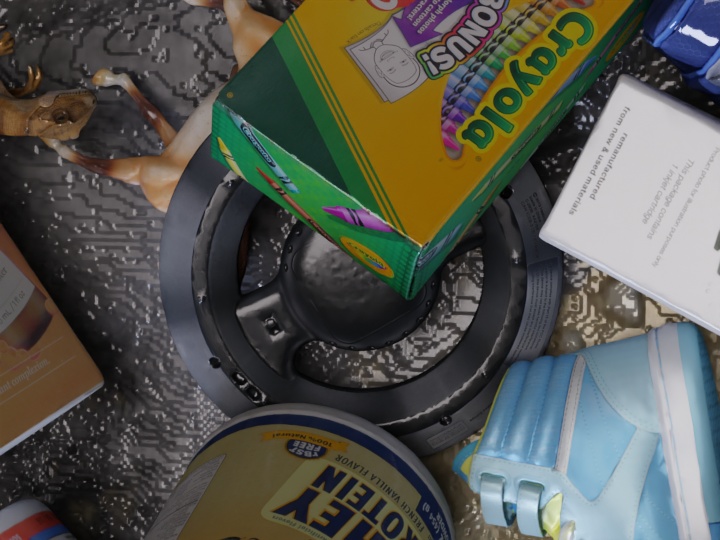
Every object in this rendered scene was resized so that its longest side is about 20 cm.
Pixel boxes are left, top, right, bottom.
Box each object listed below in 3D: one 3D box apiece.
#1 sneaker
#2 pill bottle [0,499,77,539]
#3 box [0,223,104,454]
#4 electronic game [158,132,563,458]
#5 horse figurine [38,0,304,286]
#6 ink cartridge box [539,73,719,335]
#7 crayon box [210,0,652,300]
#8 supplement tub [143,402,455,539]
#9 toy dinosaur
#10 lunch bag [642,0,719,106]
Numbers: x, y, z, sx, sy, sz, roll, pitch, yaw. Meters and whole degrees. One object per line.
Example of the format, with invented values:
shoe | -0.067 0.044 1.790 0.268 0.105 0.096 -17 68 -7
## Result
sneaker | 0.112 0.130 1.029 0.130 0.080 0.201 -7 81 13
pill bottle | -0.141 0.223 1.086 0.200 0.112 0.112 46 103 9
box | -0.254 0.022 1.062 0.106 0.152 0.200 -32 93 39
electronic game | 0.000 0.000 1.058 0.199 0.042 0.201 1 103 3
horse figurine | -0.073 -0.087 1.088 0.132 0.050 0.200 41 104 17
ink cartridge box | 0.195 -0.003 0.965 0.200 0.146 0.084 29 97 12
crayon box | 0.037 -0.099 1.001 0.119 0.058 0.200 36 66 11
supplement tub | -0.045 0.169 0.993 0.144 0.200 0.145 8 121 14
toy dinosaur | -0.229 -0.083 1.119 0.200 0.060 0.107 -14 68 33
lunch bag | 0.193 -0.129 0.928 0.132 0.200 0.136 30 97 2
